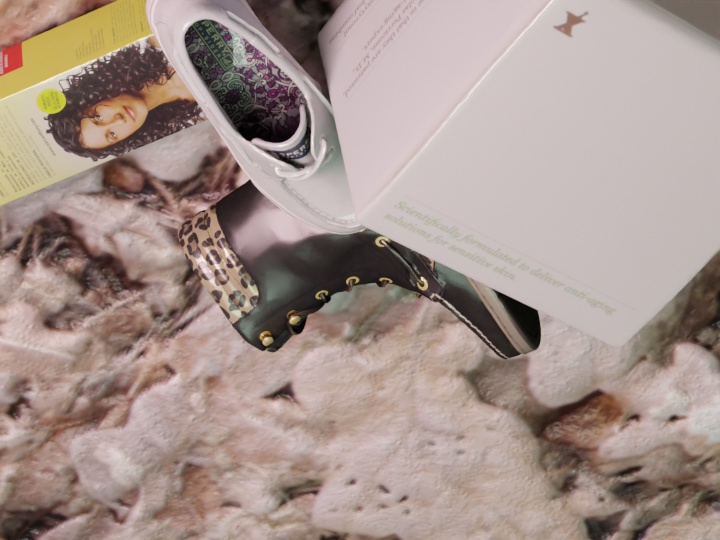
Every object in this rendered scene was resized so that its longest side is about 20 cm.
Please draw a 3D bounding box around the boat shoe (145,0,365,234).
[{"bbox_3d":[-0.045,-0.085,1.598,0.072,0.069,0.200,-30,123,4],"label":"boat shoe"}]

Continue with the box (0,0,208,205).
[{"bbox_3d":[-0.184,-0.091,1.646,0.199,0.050,0.075,-23,130,10],"label":"box"}]

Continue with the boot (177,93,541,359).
[{"bbox_3d":[0.000,0.000,1.725,0.150,0.073,0.200,-34,110,22],"label":"boot"}]

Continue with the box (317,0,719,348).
[{"bbox_3d":[0.117,-0.106,1.576,0.198,0.172,0.200,26,122,-29],"label":"box"}]
